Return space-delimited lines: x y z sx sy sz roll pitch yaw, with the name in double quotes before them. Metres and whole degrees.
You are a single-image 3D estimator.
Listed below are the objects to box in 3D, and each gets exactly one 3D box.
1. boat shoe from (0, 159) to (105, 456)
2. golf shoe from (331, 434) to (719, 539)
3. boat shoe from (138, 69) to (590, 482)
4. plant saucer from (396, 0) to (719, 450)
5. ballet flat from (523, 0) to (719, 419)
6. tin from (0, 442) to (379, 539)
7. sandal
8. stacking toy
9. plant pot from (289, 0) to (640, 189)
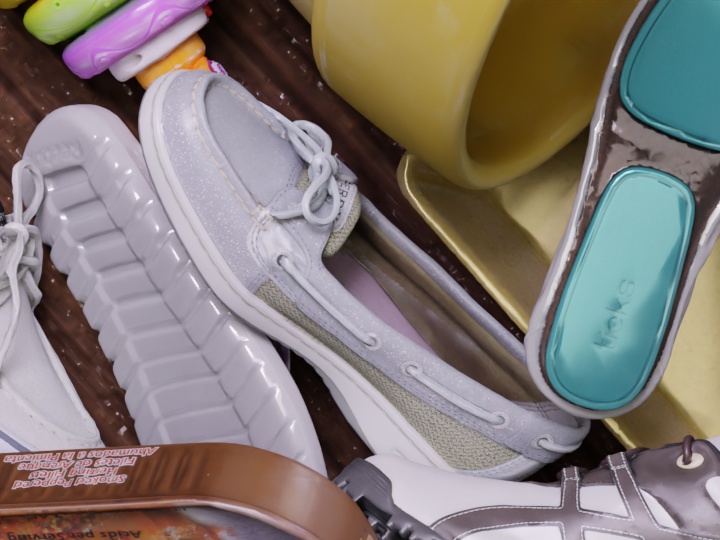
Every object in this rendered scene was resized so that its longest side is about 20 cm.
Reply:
"boat shoe" -0.149 -0.004 0.981 0.086 0.075 0.202 -46 79 13
"golf shoe" 0.091 0.094 0.937 0.200 0.078 0.095 22 75 13
"boat shoe" 0.000 0.001 0.956 0.065 0.074 0.202 -31 107 29
"plant saucer" 0.148 -0.024 1.000 0.200 0.048 0.200 -41 85 -4
"ballet flat" 0.110 -0.044 0.934 0.069 0.069 0.200 24 98 2
"tin" -0.086 0.113 0.945 0.200 0.042 0.112 -4 124 18
"sandal" -0.056 0.024 0.991 0.050 0.082 0.203 -21 81 -46
"stacking toy" -0.094 -0.112 0.991 0.110 0.116 0.200 -34 97 -1
"plant pot" 0.024 -0.161 0.907 0.189 0.201 0.201 38 85 18
